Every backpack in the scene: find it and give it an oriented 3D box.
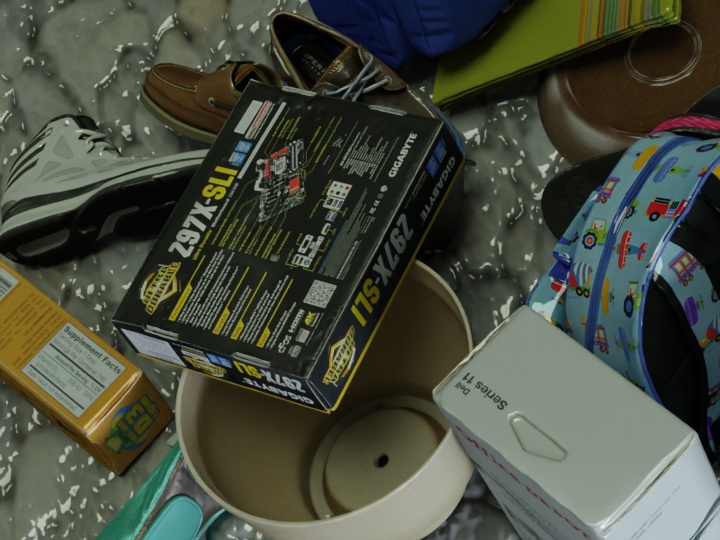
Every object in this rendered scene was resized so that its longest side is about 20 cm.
[{"bbox_3d":[0.065,-0.263,1.476,0.200,0.163,0.168,-42,54,-19],"label":"backpack"},{"bbox_3d":[0.190,0.001,1.230,0.134,0.200,0.183,25,72,32],"label":"backpack"}]

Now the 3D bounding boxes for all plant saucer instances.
[{"bbox_3d":[0.220,-0.150,1.418,0.200,0.032,0.201,-11,57,17],"label":"plant saucer"}]

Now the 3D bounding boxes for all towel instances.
[{"bbox_3d":[0.143,-0.179,1.443,0.200,0.018,0.086,-19,39,29],"label":"towel"}]

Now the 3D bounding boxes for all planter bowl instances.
[{"bbox_3d":[-0.003,0.104,1.285,0.200,0.135,0.201,-11,54,16],"label":"planter bowl"}]

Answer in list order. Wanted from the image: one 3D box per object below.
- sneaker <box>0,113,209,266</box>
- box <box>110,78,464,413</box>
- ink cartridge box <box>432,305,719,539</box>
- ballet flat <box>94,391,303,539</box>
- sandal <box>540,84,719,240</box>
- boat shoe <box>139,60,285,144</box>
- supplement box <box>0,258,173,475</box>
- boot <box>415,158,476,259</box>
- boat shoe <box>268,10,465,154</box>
[{"bbox_3d":[-0.191,-0.085,1.518,0.200,0.076,0.116,-15,57,16],"label":"sneaker"},{"bbox_3d":[-0.045,-0.021,1.271,0.159,0.049,0.200,13,65,33],"label":"box"},{"bbox_3d":[0.142,0.129,1.169,0.083,0.200,0.147,-45,54,-9],"label":"ink cartridge box"},{"bbox_3d":[-0.122,0.146,1.356,0.070,0.067,0.200,18,65,51],"label":"ballet flat"},{"bbox_3d":[0.217,-0.071,1.343,0.200,0.045,0.075,-26,90,11],"label":"sandal"},{"bbox_3d":[-0.085,-0.126,1.477,0.200,0.068,0.072,28,30,33],"label":"boat shoe"},{"bbox_3d":[-0.228,0.065,1.447,0.069,0.067,0.200,-45,55,-12],"label":"supplement box"},{"bbox_3d":[0.000,0.000,1.392,0.077,0.138,0.200,-138,60,-71],"label":"boot"},{"bbox_3d":[-0.006,-0.129,1.471,0.200,0.072,0.072,35,77,35],"label":"boat shoe"}]
